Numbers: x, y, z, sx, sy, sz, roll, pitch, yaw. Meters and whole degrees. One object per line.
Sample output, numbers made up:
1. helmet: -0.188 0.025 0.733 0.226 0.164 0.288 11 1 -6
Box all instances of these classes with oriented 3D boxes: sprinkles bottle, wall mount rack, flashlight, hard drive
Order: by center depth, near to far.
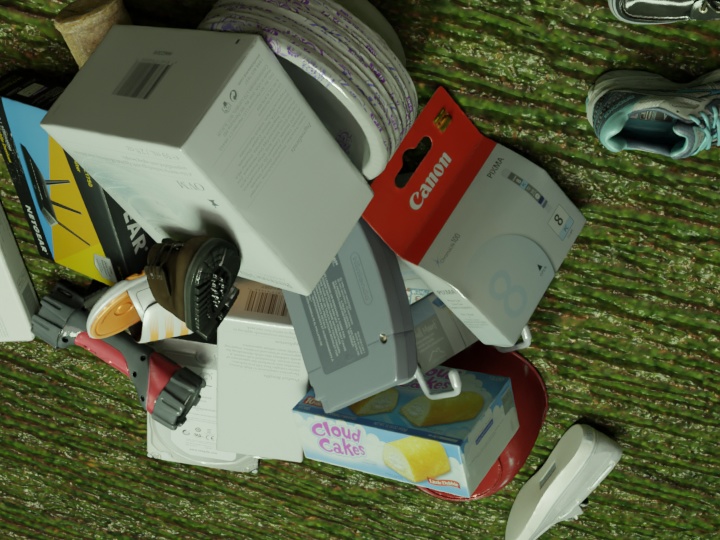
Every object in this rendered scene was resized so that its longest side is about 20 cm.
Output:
1. sprinkles bottle: -0.216 -0.163 1.094 0.068 0.068 0.201 -12 124 16
2. wall mount rack: 0.085 0.022 1.135 0.074 0.200 0.174 -22 95 51
3. flashlight: -0.269 0.098 1.264 0.199 0.068 0.068 29 131 6
4. hard drive: -0.179 0.149 1.343 0.139 0.038 0.201 9 126 0

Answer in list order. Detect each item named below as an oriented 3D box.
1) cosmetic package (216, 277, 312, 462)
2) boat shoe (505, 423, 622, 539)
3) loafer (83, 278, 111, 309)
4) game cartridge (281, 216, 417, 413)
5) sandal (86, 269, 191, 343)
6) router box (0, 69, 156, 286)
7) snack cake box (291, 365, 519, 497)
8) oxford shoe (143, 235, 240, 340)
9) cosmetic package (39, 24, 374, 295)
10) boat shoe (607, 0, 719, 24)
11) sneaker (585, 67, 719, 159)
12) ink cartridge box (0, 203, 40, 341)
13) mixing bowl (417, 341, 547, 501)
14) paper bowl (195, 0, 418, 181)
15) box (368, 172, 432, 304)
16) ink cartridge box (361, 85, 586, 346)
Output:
1. cosmetic package: -0.100 0.108 1.234 0.101 0.074 0.201 9 129 2
2. boat shoe: 0.239 0.263 1.361 0.068 0.072 0.201 23 117 -9
3. loafer: -0.205 0.008 1.216 0.199 0.073 0.071 -22 121 22
4. game cartridge: -0.016 0.022 1.089 0.040 0.201 0.133 -8 166 -42
5. sandal: -0.166 0.025 1.127 0.206 0.059 0.079 -25 157 -17
6. router box: -0.279 -0.086 1.127 0.149 0.051 0.201 19 135 33
7. snack cake box: 0.046 0.151 1.170 0.199 0.115 0.067 7 125 33
8. oxford shoe: -0.153 0.007 0.993 0.084 0.073 0.200 34 162 1
9. cosmetic package: -0.131 -0.096 1.002 0.199 0.123 0.200 14 155 42
10. boat shoe: 0.310 -0.245 0.972 0.199 0.057 0.069 -10 125 14
11. sneaker: 0.306 -0.132 1.039 0.199 0.087 0.078 -3 127 9
12. ink cartridge box: -0.460 -0.008 1.255 0.175 0.045 0.201 -3 126 9
13. mixing bowl: 0.111 0.185 1.289 0.199 0.109 0.201 3 128 4
14. paper bowl: -0.041 -0.176 1.006 0.200 0.105 0.201 28 159 12
15. box: 0.000 0.000 1.205 0.155 0.041 0.201 -7 126 13
16. ink cartridge box: 0.109 -0.052 1.082 0.200 0.160 0.047 45 156 -25
